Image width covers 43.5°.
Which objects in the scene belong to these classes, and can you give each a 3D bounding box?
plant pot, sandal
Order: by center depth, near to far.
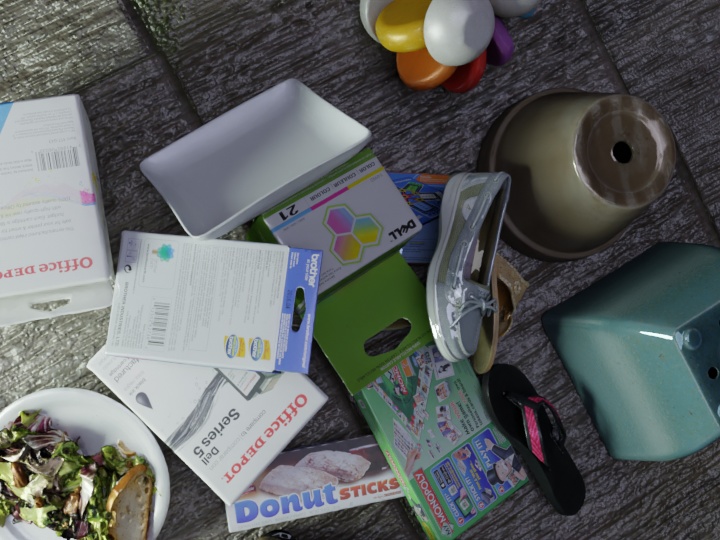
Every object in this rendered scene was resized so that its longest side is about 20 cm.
[{"bbox_3d":[0.356,0.087,0.985,0.195,0.200,0.197,-29,93,-13],"label":"plant pot"},{"bbox_3d":[0.247,-0.113,0.986,0.198,0.173,0.202,0,88,-12],"label":"plant pot"},{"bbox_3d":[0.157,0.005,1.011,0.069,0.078,0.214,-2,81,-19],"label":"sandal"},{"bbox_3d":[0.206,0.185,1.014,0.075,0.045,0.201,-39,100,-37],"label":"sandal"}]

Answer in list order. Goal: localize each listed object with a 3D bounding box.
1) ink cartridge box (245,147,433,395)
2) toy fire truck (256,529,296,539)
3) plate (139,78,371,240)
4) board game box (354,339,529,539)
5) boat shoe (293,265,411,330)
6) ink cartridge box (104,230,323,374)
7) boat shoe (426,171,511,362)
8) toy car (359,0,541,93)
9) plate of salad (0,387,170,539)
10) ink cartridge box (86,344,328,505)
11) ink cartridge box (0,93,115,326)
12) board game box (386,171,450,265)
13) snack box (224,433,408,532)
[{"bbox_3d":[0.000,0.000,0.926,0.147,0.076,0.201,-32,84,-25],"label":"ink cartridge box"},{"bbox_3d":[-0.043,0.384,0.907,0.174,0.129,0.202,18,78,-12],"label":"toy fire truck"},{"bbox_3d":[-0.109,-0.112,0.916,0.199,0.200,0.032,-32,128,-12],"label":"plate"},{"bbox_3d":[0.088,0.180,0.994,0.134,0.029,0.201,-28,93,-24],"label":"board game box"},{"bbox_3d":[-0.032,0.034,0.981,0.199,0.063,0.074,1,72,-19],"label":"boat shoe"},{"bbox_3d":[-0.135,0.031,0.850,0.198,0.042,0.121,5,80,11],"label":"ink cartridge box"},{"bbox_3d":[0.116,-0.006,0.941,0.074,0.064,0.204,27,68,-52],"label":"boat shoe"},{"bbox_3d":[0.112,-0.277,0.988,0.200,0.175,0.150,-42,130,-12],"label":"toy car"},{"bbox_3d":[-0.288,0.215,0.890,0.198,0.048,0.202,0,102,2],"label":"plate of salad"},{"bbox_3d":[-0.151,0.115,0.918,0.200,0.084,0.146,43,79,1],"label":"ink cartridge box"},{"bbox_3d":[-0.317,-0.052,0.881,0.127,0.125,0.202,-9,89,-12],"label":"ink cartridge box"},{"bbox_3d":[0.006,-0.059,1.008,0.198,0.019,0.104,2,87,-12],"label":"board game box"},{"bbox_3d":[-0.049,0.226,0.976,0.198,0.024,0.073,-9,86,-13],"label":"snack box"}]
